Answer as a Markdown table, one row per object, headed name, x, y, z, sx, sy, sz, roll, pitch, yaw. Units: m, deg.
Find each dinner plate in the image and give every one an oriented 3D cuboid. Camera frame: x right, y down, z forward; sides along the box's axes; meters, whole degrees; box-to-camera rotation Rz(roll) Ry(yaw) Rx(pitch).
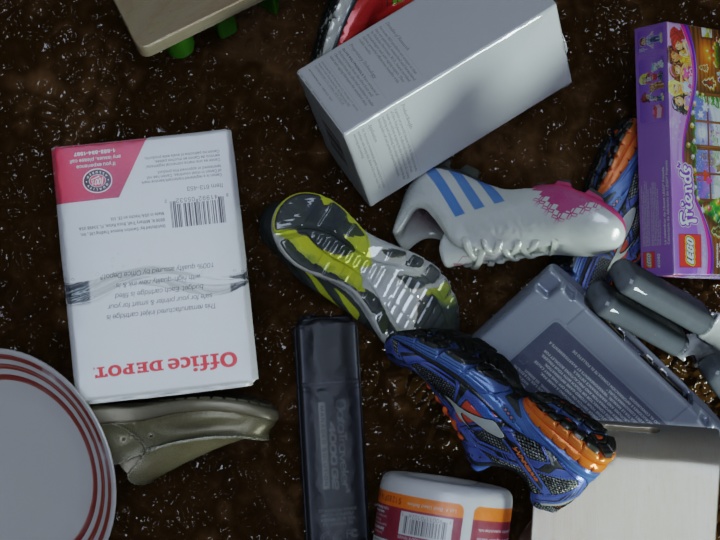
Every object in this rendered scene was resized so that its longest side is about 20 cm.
| name | x | y | z | sx | sy | sz | roll | pitch | yaw |
| --- | --- | --- | --- | --- | --- | --- | --- | --- | --- |
| dinner plate | -0.274 | 0.158 | 1.279 | 0.198 | 0.024 | 0.203 | 5 | 102 | 23 |

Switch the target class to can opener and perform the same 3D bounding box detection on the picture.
| name | x | y | z | sx | sy | sz | roll | pitch | yaw |
| --- | --- | --- | --- | --- | --- | --- | --- | --- | --- |
| can opener | 0.261 | 0.050 | 1.302 | 0.199 | 0.067 | 0.053 | 29 | 116 | -36 |

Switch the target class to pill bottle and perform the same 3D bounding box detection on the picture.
| name | x | y | z | sx | sy | sz | roll | pitch | yaw |
| --- | --- | --- | --- | --- | --- | --- | --- | --- | --- |
| pill bottle | 0.056 | 0.267 | 1.291 | 0.108 | 0.110 | 0.203 | 9 | 87 | -4 |

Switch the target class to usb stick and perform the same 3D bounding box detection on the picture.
| name | x | y | z | sx | sy | sz | roll | pitch | yaw |
| --- | --- | --- | --- | --- | --- | --- | --- | --- | --- |
| usb stick | -0.024 | 0.136 | 1.329 | 0.055 | 0.033 | 0.203 | -3 | 88 | -12 |

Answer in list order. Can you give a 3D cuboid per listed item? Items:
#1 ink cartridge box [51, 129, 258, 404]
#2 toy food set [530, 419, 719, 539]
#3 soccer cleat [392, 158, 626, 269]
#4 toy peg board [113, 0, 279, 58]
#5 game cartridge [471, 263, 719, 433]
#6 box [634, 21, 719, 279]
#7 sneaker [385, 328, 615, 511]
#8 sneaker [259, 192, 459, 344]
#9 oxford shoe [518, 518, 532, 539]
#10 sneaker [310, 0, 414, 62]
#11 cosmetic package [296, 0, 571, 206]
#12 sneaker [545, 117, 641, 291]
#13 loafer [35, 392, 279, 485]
| name | x | y | z | sx | sy | sz | roll | pitch | yaw |
| --- | --- | --- | --- | --- | --- | --- | --- | --- | --- |
| ink cartridge box | -0.162 | -0.001 | 1.297 | 0.143 | 0.084 | 0.203 | -6 | 87 | -5 |
| toy food set | 0.204 | 0.220 | 1.275 | 0.142 | 0.060 | 0.203 | 4 | 87 | 9 |
| soccer cleat | 0.114 | -0.029 | 1.287 | 0.198 | 0.070 | 0.087 | 14 | 59 | 38 |
| toy peg board | -0.124 | -0.284 | 1.322 | 0.198 | 0.098 | 0.201 | -27 | 74 | -6 |
| game cartridge | 0.178 | 0.103 | 1.311 | 0.200 | 0.041 | 0.133 | 43 | 111 | -10 |
| box | 0.285 | -0.094 | 1.327 | 0.136 | 0.039 | 0.203 | 0 | 87 | -38 |
| sneaker | 0.094 | 0.111 | 1.238 | 0.199 | 0.075 | 0.079 | 36 | 106 | 24 |
| sneaker | 0.000 | 0.000 | 1.320 | 0.200 | 0.084 | 0.075 | 41 | 80 | -23 |
| oxford shoe | 0.219 | 0.261 | 1.325 | 0.198 | 0.071 | 0.074 | 25 | 82 | -2 |
| sneaker | 0.025 | -0.223 | 1.330 | 0.084 | 0.077 | 0.201 | 30 | 86 | -9 |
| cosmetic package | 0.062 | -0.154 | 1.301 | 0.199 | 0.108 | 0.085 | -32 | 56 | -7 |
| sneaker | 0.210 | -0.022 | 1.336 | 0.078 | 0.075 | 0.202 | 25 | 87 | -6 |
| loafer | -0.161 | 0.136 | 1.301 | 0.197 | 0.076 | 0.068 | -4 | 88 | 5 |
